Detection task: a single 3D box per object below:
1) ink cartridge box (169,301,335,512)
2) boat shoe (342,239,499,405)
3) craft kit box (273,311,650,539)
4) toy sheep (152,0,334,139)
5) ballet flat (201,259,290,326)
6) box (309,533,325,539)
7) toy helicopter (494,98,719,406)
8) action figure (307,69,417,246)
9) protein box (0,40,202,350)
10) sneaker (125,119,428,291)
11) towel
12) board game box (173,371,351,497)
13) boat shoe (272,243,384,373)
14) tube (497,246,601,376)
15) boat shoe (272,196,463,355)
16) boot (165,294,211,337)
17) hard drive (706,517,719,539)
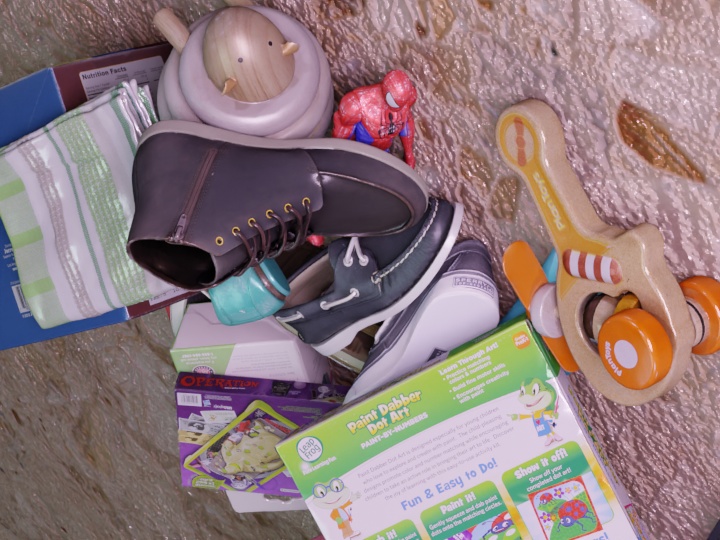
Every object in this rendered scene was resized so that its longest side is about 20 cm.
[{"bbox_3d":[-0.082,0.122,1.373,0.116,0.068,0.201,-5,126,14],"label":"ink cartridge box"},{"bbox_3d":[0.041,0.057,1.128,0.071,0.068,0.201,18,132,-12],"label":"boat shoe"},{"bbox_3d":[0.073,0.159,1.042,0.199,0.199,0.049,62,-165,-4],"label":"craft kit box"},{"bbox_3d":[-0.082,-0.122,1.089,0.138,0.138,0.200,44,166,14],"label":"toy sheep"},{"bbox_3d":[-0.119,-0.042,1.171,0.067,0.070,0.201,42,-160,-60],"label":"ballet flat"},{"bbox_3d":[0.003,0.300,1.337,0.128,0.198,0.110,52,160,46],"label":"box"},{"bbox_3d":[0.134,-0.010,0.957,0.132,0.078,0.201,-35,79,56],"label":"toy helicopter"},{"bbox_3d":[0.004,-0.080,1.074,0.200,0.065,0.052,113,137,-60],"label":"action figure"},{"bbox_3d":[-0.230,-0.059,1.266,0.197,0.134,0.202,-13,95,43],"label":"protein box"},{"bbox_3d":[-0.054,-0.029,1.009,0.198,0.107,0.075,7,140,-5],"label":"sneaker"},{"bbox_3d":[-0.204,-0.041,1.139,0.199,0.031,0.151,-17,92,42],"label":"towel"},{"bbox_3d":[-0.058,0.146,1.326,0.198,0.032,0.121,5,125,4],"label":"board game box"},{"bbox_3d":[-0.011,0.049,1.243,0.199,0.072,0.076,35,160,28],"label":"boat shoe"},{"bbox_3d":[0.123,0.051,1.071,0.077,0.050,0.200,42,146,4],"label":"tube"},{"bbox_3d":[0.000,0.000,1.113,0.060,0.076,0.200,31,136,-16],"label":"boat shoe"},{"bbox_3d":[-0.180,-0.032,1.397,0.144,0.072,0.202,29,137,36],"label":"boot"},{"bbox_3d":[0.310,0.233,0.999,0.200,0.042,0.135,41,150,21],"label":"hard drive"}]
